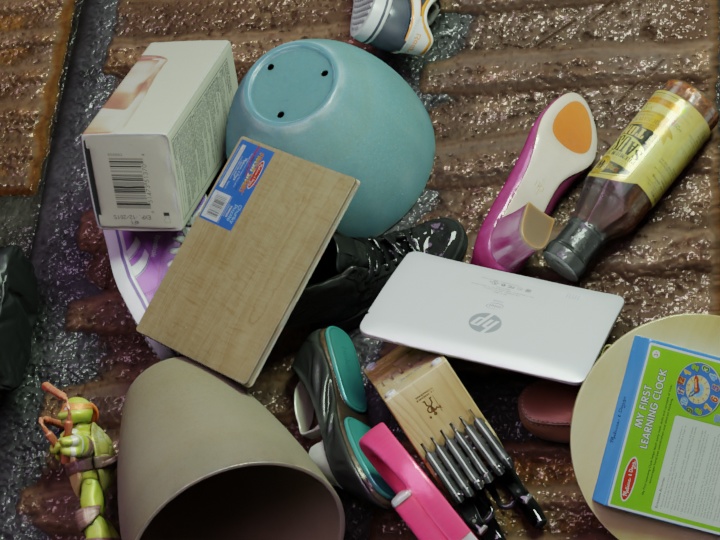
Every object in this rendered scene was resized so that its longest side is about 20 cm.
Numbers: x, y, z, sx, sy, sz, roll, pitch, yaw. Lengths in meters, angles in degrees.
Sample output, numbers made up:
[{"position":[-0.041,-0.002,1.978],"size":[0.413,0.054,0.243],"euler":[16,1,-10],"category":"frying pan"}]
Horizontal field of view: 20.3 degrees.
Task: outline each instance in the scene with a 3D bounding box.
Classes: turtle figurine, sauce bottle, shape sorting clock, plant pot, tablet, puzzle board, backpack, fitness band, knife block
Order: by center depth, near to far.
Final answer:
[{"position":[0.067,0.209,1.604],"size":[0.037,0.144,0.200],"euler":[-38,92,-2],"category":"fitness band"},{"position":[0.266,0.135,1.613],"size":[0.198,0.039,0.202],"euler":[0,92,-5],"category":"shape sorting clock"},{"position":[0.112,0.037,1.701],"size":[0.199,0.014,0.130],"euler":[12,37,19],"category":"tablet"},{"position":[0.084,0.153,1.708],"size":[0.064,0.176,0.200],"euler":[-33,12,-2],"category":"knife block"},{"position":[-0.132,0.170,1.710],"size":[0.187,0.188,0.200],"euler":[-30,42,1],"category":"plant pot"},{"position":[-0.098,-0.010,1.755],"size":[0.150,0.017,0.201],"euler":[22,81,41],"category":"puzzle board"},{"position":[-0.239,0.180,1.763],"size":[0.064,0.200,0.162],"euler":[-8,82,-13],"category":"turtle figurine"},{"position":[0.236,-0.078,1.773],"size":[0.066,0.066,0.200],"euler":[31,74,30],"category":"sauce bottle"},{"position":[-0.043,-0.137,1.862],"size":[0.199,0.135,0.201],"euler":[-8,59,14],"category":"plant pot"},{"position":[-0.408,0.060,1.884],"size":[0.199,0.127,0.168],"euler":[-7,48,16],"category":"backpack"}]

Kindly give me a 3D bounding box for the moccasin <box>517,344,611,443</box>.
[{"position":[0.228,0.096,1.669],"size":[0.200,0.078,0.074],"euler":[-7,56,15],"category":"moccasin"}]

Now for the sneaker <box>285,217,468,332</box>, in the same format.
[{"position":[-0.001,-0.002,1.789],"size":[0.199,0.104,0.060],"euler":[-31,57,1],"category":"sneaker"}]

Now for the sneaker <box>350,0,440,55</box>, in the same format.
[{"position":[0.039,-0.281,1.953],"size":[0.079,0.078,0.201],"euler":[22,47,-17],"category":"sneaker"}]

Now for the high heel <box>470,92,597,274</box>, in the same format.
[{"position":[0.153,-0.074,1.818],"size":[0.096,0.067,0.201],"euler":[-34,30,49],"category":"high heel"}]

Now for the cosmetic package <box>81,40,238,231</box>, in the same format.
[{"position":[-0.181,-0.128,1.870],"size":[0.087,0.104,0.200],"euler":[1,29,15],"category":"cosmetic package"}]

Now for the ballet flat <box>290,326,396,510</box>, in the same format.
[{"position":[-0.017,0.140,1.742],"size":[0.068,0.068,0.201],"euler":[-39,43,22],"category":"ballet flat"}]

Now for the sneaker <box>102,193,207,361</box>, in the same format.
[{"position":[-0.174,-0.015,1.878],"size":[0.114,0.073,0.201],"euler":[-22,57,3],"category":"sneaker"}]
